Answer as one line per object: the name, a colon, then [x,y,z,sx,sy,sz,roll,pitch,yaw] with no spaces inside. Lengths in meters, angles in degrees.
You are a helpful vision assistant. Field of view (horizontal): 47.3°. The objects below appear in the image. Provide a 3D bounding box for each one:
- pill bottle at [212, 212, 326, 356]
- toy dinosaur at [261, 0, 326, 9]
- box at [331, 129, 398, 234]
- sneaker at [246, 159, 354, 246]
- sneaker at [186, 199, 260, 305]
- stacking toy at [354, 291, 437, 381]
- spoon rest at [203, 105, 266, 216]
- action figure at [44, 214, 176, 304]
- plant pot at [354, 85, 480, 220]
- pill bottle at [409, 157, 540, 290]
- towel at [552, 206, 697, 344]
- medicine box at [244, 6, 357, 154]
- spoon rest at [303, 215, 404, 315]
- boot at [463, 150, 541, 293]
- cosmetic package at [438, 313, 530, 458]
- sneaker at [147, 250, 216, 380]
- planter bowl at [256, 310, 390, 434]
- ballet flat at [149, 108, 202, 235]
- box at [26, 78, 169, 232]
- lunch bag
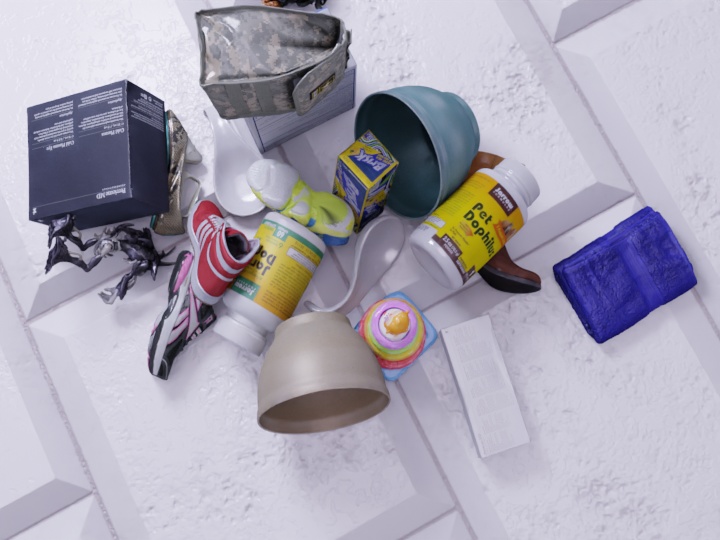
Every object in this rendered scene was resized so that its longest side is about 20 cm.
pill bottle: [-0.144,0.023,1.268,0.111,0.113,0.203,28,82,5]
toy dinosaur: [-0.126,-0.477,1.385,0.132,0.102,0.205,-4,97,15]
box: [0.002,-0.129,1.247,0.064,0.200,0.070,-41,81,-15]
sneaker: [-0.095,-0.095,1.300,0.198,0.106,0.076,33,70,20]
sneaker: [-0.209,-0.056,1.254,0.112,0.070,0.203,-43,41,31]
stacking toy: [0.050,0.085,1.211,0.116,0.200,0.110,-42,82,-6]
spoon rest: [-0.207,-0.184,1.333,0.098,0.061,0.203,-24,80,-4]
action figure: [-0.389,-0.021,1.286,0.197,0.102,0.121,13,43,-35]
plant pot: [0.102,-0.199,1.280,0.133,0.201,0.202,-28,79,-29]
pill bottle: [0.174,-0.074,1.230,0.200,0.109,0.109,-43,82,-11]
towel: [0.419,0.005,1.299,0.197,0.050,0.149,-30,80,-5]
medicine box: [-0.106,-0.288,1.279,0.179,0.200,0.105,-26,85,-4]
spoon rest: [0.000,0.000,1.282,0.201,0.099,0.061,-49,53,0]
boot: [0.226,-0.078,1.322,0.185,0.069,0.204,19,73,11]
cosmetic package: [0.189,0.178,1.269,0.081,0.051,0.204,-16,80,-4]
sneaker: [-0.268,0.078,1.281,0.085,0.080,0.204,20,92,-22]
planter bowl: [-0.062,0.145,1.215,0.195,0.201,0.137,-10,64,-1]
ballet flat: [-0.294,-0.155,1.333,0.074,0.068,0.205,7,82,-19]
box: [-0.409,-0.173,1.282,0.196,0.104,0.187,-8,78,20]
lunch bag: [-0.107,-0.275,1.094,0.195,0.164,0.121,-6,87,-2]
